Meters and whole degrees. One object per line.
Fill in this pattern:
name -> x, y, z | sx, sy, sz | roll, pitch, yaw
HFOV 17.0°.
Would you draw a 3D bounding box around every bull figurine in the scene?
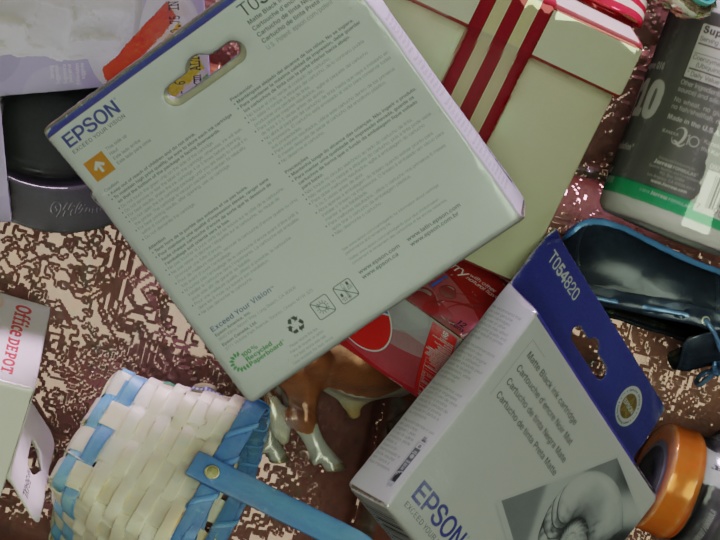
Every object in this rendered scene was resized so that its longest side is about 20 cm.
bull figurine -> 0.020, 0.062, 1.530 | 0.199, 0.065, 0.122 | -1, 96, -8

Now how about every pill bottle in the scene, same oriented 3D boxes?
pill bottle -> 0.236, -0.114, 1.524 | 0.113, 0.113, 0.201 | 21, 91, -9
pill bottle -> 0.272, 0.164, 1.546 | 0.199, 0.106, 0.107 | 21, 91, -12

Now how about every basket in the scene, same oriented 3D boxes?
basket -> -0.086, 0.153, 1.461 | 0.199, 0.177, 0.139 | 31, 64, 4

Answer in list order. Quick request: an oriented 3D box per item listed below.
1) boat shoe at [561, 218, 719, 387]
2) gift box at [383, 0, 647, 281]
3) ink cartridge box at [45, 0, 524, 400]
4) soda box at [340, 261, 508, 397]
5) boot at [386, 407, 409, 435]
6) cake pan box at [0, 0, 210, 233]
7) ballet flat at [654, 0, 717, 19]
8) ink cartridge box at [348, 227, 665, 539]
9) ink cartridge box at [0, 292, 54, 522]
boat shoe -> 0.214, 0.037, 1.553 | 0.199, 0.084, 0.069 | 22, 72, 5
gift box -> 0.055, -0.131, 1.468 | 0.184, 0.200, 0.187 | 23, 106, -12
ink cartridge box -> -0.042, -0.059, 1.363 | 0.199, 0.041, 0.200 | -33, 103, 14
soda box -> 0.000, 0.000, 1.466 | 0.200, 0.070, 0.064 | 35, 132, 24
boot -> 0.105, 0.165, 1.525 | 0.185, 0.064, 0.201 | -5, 106, -17
cake pan box -> -0.182, -0.124, 1.435 | 0.183, 0.052, 0.201 | -5, 96, -17
ballet flat -> 0.176, -0.233, 1.502 | 0.075, 0.064, 0.201 | 17, 55, -41
ink cartridge box -> 0.105, 0.110, 1.431 | 0.200, 0.041, 0.200 | -52, 135, -15
ink cartridge box -> -0.276, 0.078, 1.444 | 0.199, 0.129, 0.126 | 16, 111, -9
